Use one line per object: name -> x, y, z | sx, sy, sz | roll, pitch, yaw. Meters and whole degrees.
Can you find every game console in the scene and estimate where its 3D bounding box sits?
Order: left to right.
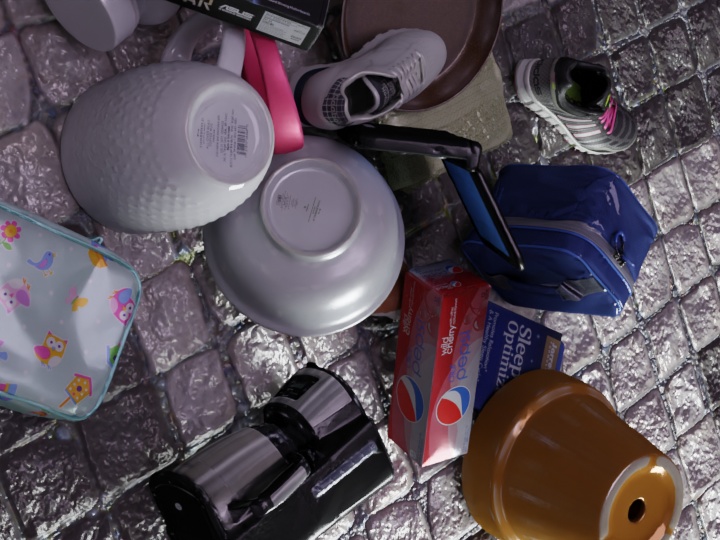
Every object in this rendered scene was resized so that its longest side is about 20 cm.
game console -> 0.064, -0.077, 1.244 | 0.174, 0.200, 0.118 | 5, 98, -7

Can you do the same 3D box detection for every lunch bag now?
lunch bag -> -0.288, 0.029, 1.068 | 0.199, 0.077, 0.162 | 28, 70, -34
lunch bag -> 0.219, -0.025, 1.389 | 0.136, 0.199, 0.133 | 43, 67, -34

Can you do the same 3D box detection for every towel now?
towel -> 0.087, -0.183, 1.394 | 0.199, 0.036, 0.150 | -28, 104, -35

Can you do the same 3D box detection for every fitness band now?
fitness band -> -0.087, -0.196, 1.168 | 0.037, 0.201, 0.145 | -13, 133, -8

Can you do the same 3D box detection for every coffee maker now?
coffee maker -> -0.077, 0.218, 1.210 | 0.199, 0.134, 0.194 | -33, 131, -33

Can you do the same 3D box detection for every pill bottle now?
pill bottle -> -0.187, -0.292, 1.132 | 0.200, 0.119, 0.120 | -49, 116, -28

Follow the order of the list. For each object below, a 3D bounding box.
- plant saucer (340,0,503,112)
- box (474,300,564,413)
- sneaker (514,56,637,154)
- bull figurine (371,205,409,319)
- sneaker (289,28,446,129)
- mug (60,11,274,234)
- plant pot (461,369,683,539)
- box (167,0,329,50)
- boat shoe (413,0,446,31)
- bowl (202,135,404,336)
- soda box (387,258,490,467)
plant saucer -> 0.059, -0.265, 1.302 | 0.198, 0.032, 0.203 | -14, 118, -29
box -> 0.166, 0.110, 1.448 | 0.199, 0.032, 0.123 | 23, 74, -36
sneaker -> 0.274, -0.196, 1.507 | 0.199, 0.087, 0.075 | 27, 72, -34
bull figurine -> 0.000, 0.000, 1.303 | 0.198, 0.065, 0.123 | -7, 88, -40
sneaker -> 0.024, -0.182, 1.232 | 0.199, 0.080, 0.077 | -32, 117, -36
mug -> -0.154, -0.135, 1.116 | 0.147, 0.174, 0.202 | 22, 75, -35
plant pot -> 0.242, 0.229, 1.380 | 0.198, 0.183, 0.203 | -9, 106, -32
box -> -0.113, -0.293, 1.069 | 0.198, 0.044, 0.162 | 18, 66, -15
boat shoe -> 0.036, -0.315, 1.339 | 0.199, 0.068, 0.075 | 36, 67, -37
bowl -> -0.049, -0.046, 1.191 | 0.198, 0.090, 0.204 | 2, 73, -7
soda box -> 0.079, 0.096, 1.307 | 0.063, 0.070, 0.202 | -11, 119, -31
